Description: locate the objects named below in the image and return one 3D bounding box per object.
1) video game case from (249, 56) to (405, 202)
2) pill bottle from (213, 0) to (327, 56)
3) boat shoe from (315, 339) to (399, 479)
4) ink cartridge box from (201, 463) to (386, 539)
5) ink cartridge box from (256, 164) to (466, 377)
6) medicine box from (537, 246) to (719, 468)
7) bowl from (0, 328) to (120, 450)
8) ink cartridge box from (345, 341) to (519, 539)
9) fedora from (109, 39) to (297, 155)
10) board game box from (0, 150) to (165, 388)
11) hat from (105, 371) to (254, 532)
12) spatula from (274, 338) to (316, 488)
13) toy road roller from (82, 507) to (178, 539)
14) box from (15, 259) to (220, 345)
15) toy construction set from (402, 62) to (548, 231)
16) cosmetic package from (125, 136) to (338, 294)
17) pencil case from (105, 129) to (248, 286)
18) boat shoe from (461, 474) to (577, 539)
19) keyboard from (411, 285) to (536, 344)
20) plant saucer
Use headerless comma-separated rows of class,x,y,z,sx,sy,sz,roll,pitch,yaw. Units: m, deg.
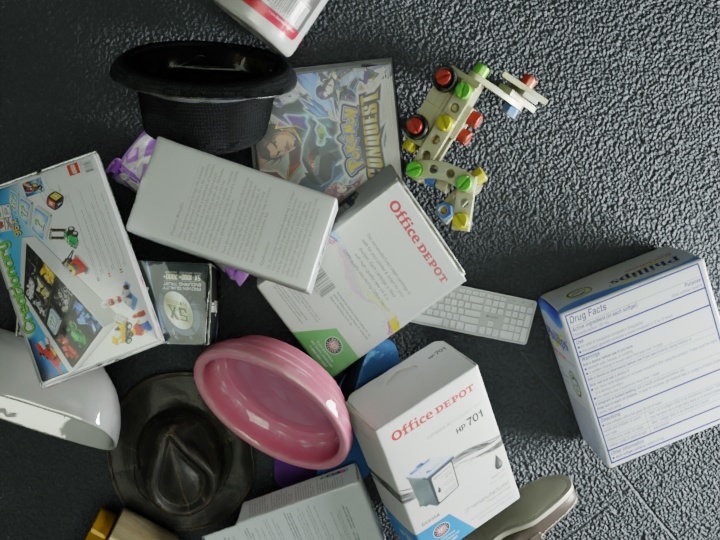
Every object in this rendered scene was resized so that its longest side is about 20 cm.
video game case,-0.040,-0.137,1.110,0.177,0.026,0.204,-7,99,-4
pill bottle,-0.066,-0.347,1.032,0.110,0.111,0.201,35,94,-9
boat shoe,0.001,0.173,1.140,0.083,0.069,0.203,23,99,-18
ink cartridge box,-0.065,0.346,1.143,0.196,0.044,0.199,-18,118,3
ink cartridge box,0.000,0.000,1.083,0.199,0.088,0.146,-35,109,7
medicine box,0.335,0.100,1.138,0.179,0.103,0.203,-20,99,-1
bowl,-0.354,0.129,1.051,0.197,0.200,0.076,20,70,-6
ink cartridge box,0.085,0.209,1.102,0.145,0.086,0.203,-30,119,-16
fedora,-0.167,-0.181,1.019,0.196,0.202,0.093,2,119,-5
board game box,-0.287,-0.001,0.941,0.124,0.035,0.204,-20,87,-8
hat,-0.217,0.227,1.121,0.196,0.081,0.205,-1,98,-4
spatula,-0.075,0.172,1.154,0.055,0.021,0.205,3,95,5
toy road roller,-0.296,0.396,1.100,0.121,0.146,0.202,29,102,-9
box,-0.256,0.034,1.041,0.196,0.164,0.088,3,86,-6
toy construction set,0.124,-0.156,1.087,0.130,0.092,0.201,35,87,15
cosmetic package,-0.130,-0.054,0.989,0.196,0.071,0.103,19,85,1
pencil case,-0.187,-0.076,1.064,0.199,0.086,0.084,38,122,-1
boat shoe,0.190,0.330,1.179,0.199,0.072,0.060,-37,106,5
keyboard,0.116,0.045,1.158,0.196,0.011,0.057,12,97,-6
plant saucer,-0.092,0.142,1.064,0.200,0.200,0.051,40,54,-9
